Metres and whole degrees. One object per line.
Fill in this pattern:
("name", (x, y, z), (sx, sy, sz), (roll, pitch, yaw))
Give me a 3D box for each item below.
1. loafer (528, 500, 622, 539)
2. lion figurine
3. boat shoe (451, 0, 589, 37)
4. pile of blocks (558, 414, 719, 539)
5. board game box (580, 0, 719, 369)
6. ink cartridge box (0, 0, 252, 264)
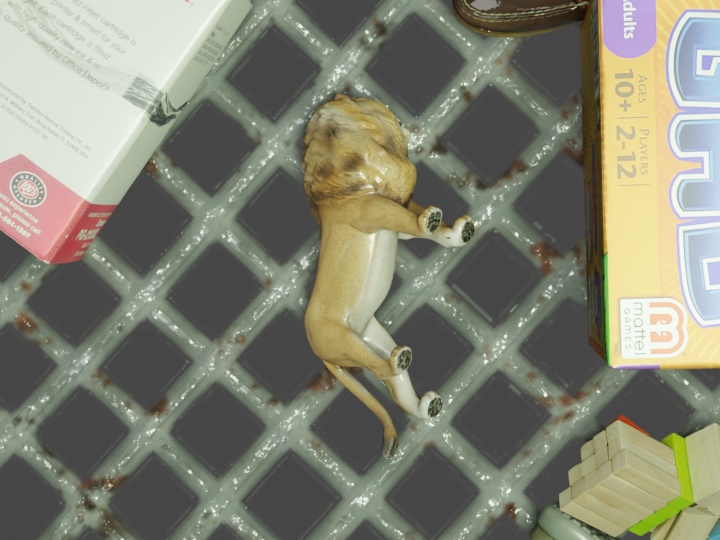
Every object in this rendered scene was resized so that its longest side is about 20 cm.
("loafer", (0.174, 0.223, 0.990), (0.200, 0.075, 0.070), (40, 98, 12))
("lion figurine", (0.000, 0.000, 0.993), (0.122, 0.072, 0.201), (20, 100, 37))
("boat shoe", (0.149, -0.192, 0.984), (0.199, 0.070, 0.071), (-18, 88, 5))
("pile of blocks", (0.217, 0.127, 0.994), (0.199, 0.082, 0.062), (10, 47, -9))
("board game box", (0.227, -0.053, 0.913), (0.199, 0.200, 0.201), (-2, 91, 5))
("ink cartridge box", (-0.180, -0.127, 0.998), (0.145, 0.084, 0.200), (36, 94, 3))
